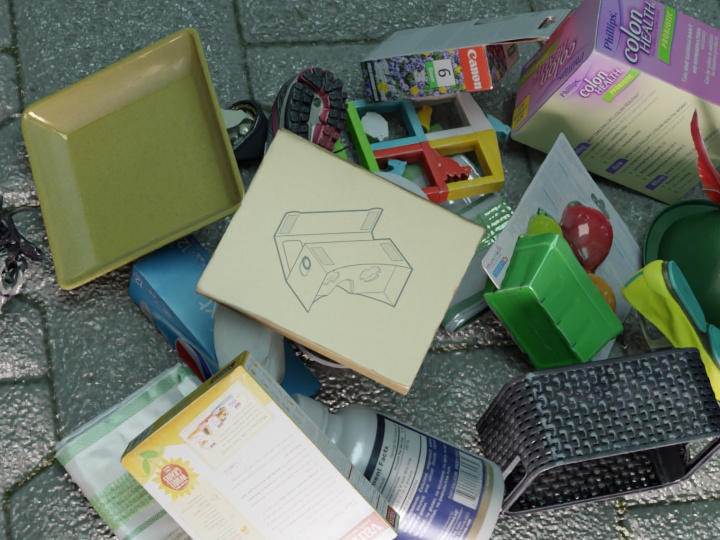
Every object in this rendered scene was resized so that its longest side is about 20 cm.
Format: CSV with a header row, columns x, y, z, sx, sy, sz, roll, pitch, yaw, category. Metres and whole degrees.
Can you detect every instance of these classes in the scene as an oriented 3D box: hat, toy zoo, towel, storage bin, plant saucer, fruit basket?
x,y,z,sx,sy,sz,roll,pitch,yaw,category
0.387,-0.036,1.679,0.199,0.176,0.166,4,63,-21,hat
0.060,-0.125,1.723,0.199,0.020,0.131,-11,59,-16,toy zoo
0.085,-0.046,1.708,0.149,0.031,0.200,-30,73,-27,towel
0.223,0.150,1.575,0.199,0.135,0.094,-7,65,-18,storage bin
-0.207,-0.099,1.590,0.200,0.048,0.200,-24,67,14,plant saucer
-0.157,0.198,1.512,0.149,0.031,0.200,-34,77,-25,towel
0.202,-0.005,1.665,0.185,0.094,0.200,52,44,-24,fruit basket

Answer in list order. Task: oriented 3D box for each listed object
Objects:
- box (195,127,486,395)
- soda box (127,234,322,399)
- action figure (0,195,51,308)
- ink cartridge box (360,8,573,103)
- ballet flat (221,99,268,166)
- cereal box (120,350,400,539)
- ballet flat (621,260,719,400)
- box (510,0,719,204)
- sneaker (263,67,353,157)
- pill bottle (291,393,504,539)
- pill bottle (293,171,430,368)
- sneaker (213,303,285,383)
x,y,z,sx,sy,sz,roll,pitch,yaw,category
-0.015,-0.008,1.439,0.200,0.021,0.164,26,72,2,box
-0.128,0.063,1.574,0.068,0.064,0.200,-35,75,-26,soda box
-0.357,0.000,1.530,0.119,0.102,0.200,24,62,1,action figure
0.111,-0.216,1.712,0.199,0.050,0.109,-4,22,23,ink cartridge box
-0.172,-0.113,1.655,0.200,0.073,0.073,-29,72,-26,ballet flat
-0.083,0.184,1.424,0.200,0.144,0.040,49,18,-12,cereal box
0.323,0.071,1.672,0.200,0.067,0.067,50,27,-25,ballet flat
0.284,-0.178,1.727,0.200,0.176,0.097,20,59,-15,box
-0.061,-0.096,1.667,0.080,0.075,0.201,17,79,-25,sneaker
0.016,0.184,1.499,0.200,0.111,0.111,25,58,-14,pill bottle
0.000,0.000,1.562,0.114,0.200,0.115,6,61,-11,pill bottle
-0.099,0.112,1.485,0.075,0.088,0.201,17,97,17,sneaker
